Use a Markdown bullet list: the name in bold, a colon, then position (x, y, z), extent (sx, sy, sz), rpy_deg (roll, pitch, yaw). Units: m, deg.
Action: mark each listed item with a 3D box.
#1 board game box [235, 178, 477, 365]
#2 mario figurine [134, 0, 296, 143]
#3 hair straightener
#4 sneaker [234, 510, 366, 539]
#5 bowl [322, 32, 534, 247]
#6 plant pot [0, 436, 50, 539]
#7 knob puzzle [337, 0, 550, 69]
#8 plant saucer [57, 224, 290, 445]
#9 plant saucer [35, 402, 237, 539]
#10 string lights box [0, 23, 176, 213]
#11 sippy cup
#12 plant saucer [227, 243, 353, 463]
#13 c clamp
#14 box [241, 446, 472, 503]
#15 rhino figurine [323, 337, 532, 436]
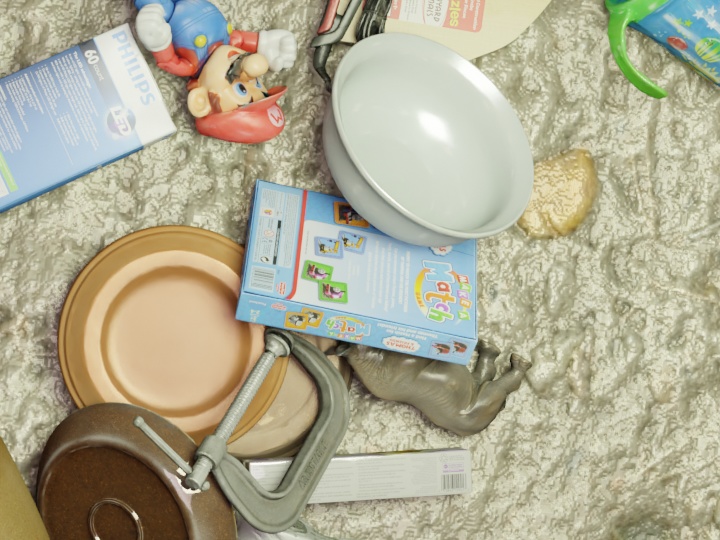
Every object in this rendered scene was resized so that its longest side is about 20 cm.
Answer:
- **board game box**: position (0.000, 0.000, 1.645), extent (0.200, 0.151, 0.037), rpy_deg (11, 130, -6)
- **mario figurine**: position (-0.122, -0.201, 1.648), extent (0.123, 0.106, 0.200), rpy_deg (-33, 91, -8)
- **hair straightener**: position (0.013, -0.245, 1.665), extent (0.077, 0.041, 0.200), rpy_deg (18, 87, -6)
- **sneaker**: position (-0.029, 0.278, 1.673), extent (0.200, 0.078, 0.100), rpy_deg (22, 99, -2)
- **bowl**: position (0.042, -0.095, 1.648), extent (0.201, 0.090, 0.201), rpy_deg (19, 51, -25)
- **plant pot**: position (-0.331, 0.239, 1.589), extent (0.186, 0.186, 0.200), rpy_deg (-36, 107, -6)
- **knob puzzle**: position (0.083, -0.274, 1.710), extent (0.219, 0.030, 0.220), rpy_deg (0, 88, -7)
- **plant saucer**: position (-0.158, 0.060, 1.644), extent (0.200, 0.037, 0.201), rpy_deg (0, 88, -7)
- **plant saucer**: position (-0.195, 0.208, 1.607), extent (0.200, 0.034, 0.201), rpy_deg (9, 109, 26)
- **string lights box**: position (-0.268, -0.123, 1.650), extent (0.200, 0.059, 0.103), rpy_deg (-24, 92, -7)
- **sippy cup**: position (0.306, -0.235, 1.694), extent (0.130, 0.140, 0.178), rpy_deg (42, 116, -14)
- **plant saucer**: position (-0.103, 0.077, 1.683), extent (0.200, 0.029, 0.201), rpy_deg (0, 89, -6)
- **c clamp**: position (-0.081, 0.122, 1.593), extent (0.171, 0.027, 0.200), rpy_deg (55, 46, -20)
- **box**: position (-0.002, 0.178, 1.676), extent (0.200, 0.039, 0.042), rpy_deg (-3, 89, -14)
- **rhino figurine**: position (0.045, 0.075, 1.674), extent (0.200, 0.060, 0.088), rpy_deg (27, 86, -16)
